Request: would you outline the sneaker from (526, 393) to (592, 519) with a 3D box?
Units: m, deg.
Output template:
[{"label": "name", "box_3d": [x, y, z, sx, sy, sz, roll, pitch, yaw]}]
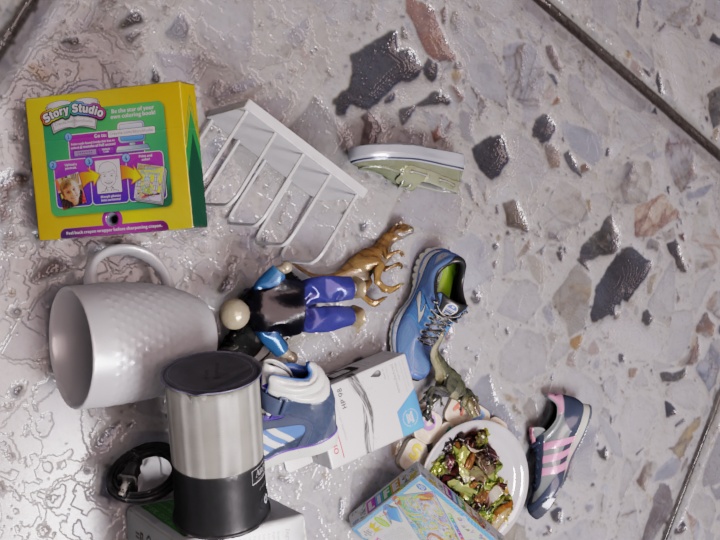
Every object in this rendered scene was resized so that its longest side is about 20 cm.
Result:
[{"label": "sneaker", "box_3d": [0.292, 0.289, 1.660, 0.082, 0.070, 0.200, 26, 78, -5]}]

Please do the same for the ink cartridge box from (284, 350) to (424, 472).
[{"label": "ink cartridge box", "box_3d": [-0.019, 0.202, 1.474, 0.200, 0.067, 0.116, -21, 100, -27]}]

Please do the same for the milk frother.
[{"label": "milk frother", "box_3d": [-0.211, 0.194, 1.239, 0.199, 0.181, 0.189, -3, 108, -6]}]

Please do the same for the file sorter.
[{"label": "file sorter", "box_3d": [-0.124, -0.109, 1.372, 0.200, 0.139, 0.125, 35, 77, -25]}]

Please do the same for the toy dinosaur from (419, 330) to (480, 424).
[{"label": "toy dinosaur", "box_3d": [0.119, 0.172, 1.530, 0.088, 0.047, 0.200, -52, 141, -19]}]

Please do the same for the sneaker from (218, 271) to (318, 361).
[{"label": "sneaker", "box_3d": [-0.151, 0.074, 1.404, 0.200, 0.076, 0.088, -38, 102, -32]}]

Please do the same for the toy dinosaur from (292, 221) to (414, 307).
[{"label": "toy dinosaur", "box_3d": [0.000, 0.000, 1.499, 0.200, 0.060, 0.106, -30, 81, -31]}]

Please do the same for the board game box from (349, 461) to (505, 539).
[{"label": "board game box", "box_3d": [0.100, 0.381, 1.523, 0.134, 0.034, 0.200, -40, 113, 14]}]

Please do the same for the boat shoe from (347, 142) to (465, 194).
[{"label": "boat shoe", "box_3d": [0.072, -0.147, 1.518, 0.200, 0.072, 0.062, 2, 87, -32]}]

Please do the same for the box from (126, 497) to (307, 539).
[{"label": "box", "box_3d": [-0.177, 0.395, 1.314, 0.171, 0.199, 0.201, -4, 93, -29]}]

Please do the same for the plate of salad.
[{"label": "plate of salad", "box_3d": [0.178, 0.326, 1.581, 0.200, 0.048, 0.201, -2, 94, -27]}]

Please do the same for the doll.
[{"label": "doll", "box_3d": [-0.089, 0.054, 1.374, 0.200, 0.048, 0.137, -3, 99, -29]}]

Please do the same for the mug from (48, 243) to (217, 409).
[{"label": "mug", "box_3d": [-0.278, 0.062, 1.294, 0.175, 0.148, 0.201, -4, 73, -36]}]

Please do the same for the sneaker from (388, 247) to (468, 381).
[{"label": "sneaker", "box_3d": [0.103, 0.063, 1.528, 0.078, 0.089, 0.201, 18, 85, -28]}]

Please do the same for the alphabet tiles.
[{"label": "alphabet tiles", "box_3d": [0.147, 0.296, 1.598, 0.200, 0.015, 0.196, 35, 74, -24]}]

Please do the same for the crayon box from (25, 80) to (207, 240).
[{"label": "crayon box", "box_3d": [-0.292, -0.130, 1.261, 0.199, 0.058, 0.173, -4, 93, 12]}]

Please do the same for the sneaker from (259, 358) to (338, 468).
[{"label": "sneaker", "box_3d": [-0.132, 0.181, 1.365, 0.199, 0.081, 0.147, -13, 115, -2]}]
